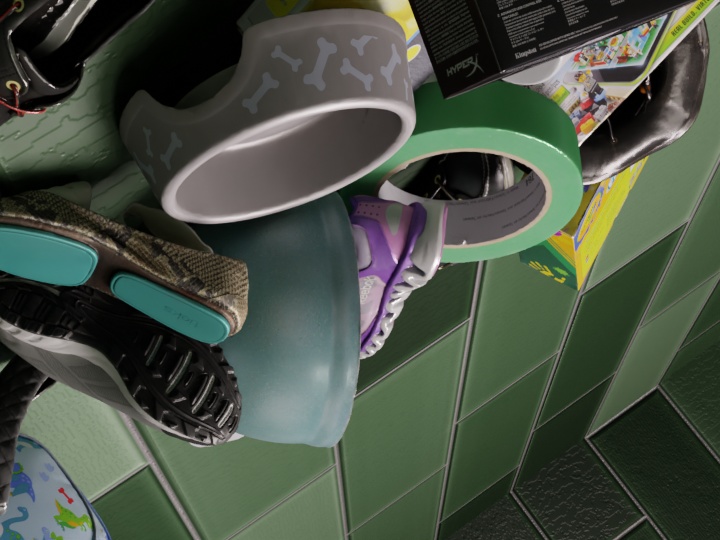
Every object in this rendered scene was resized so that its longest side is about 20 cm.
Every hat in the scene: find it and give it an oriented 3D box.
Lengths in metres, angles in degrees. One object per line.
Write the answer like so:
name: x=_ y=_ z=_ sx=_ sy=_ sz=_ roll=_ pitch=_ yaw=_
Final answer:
hat: x=0.195 y=-0.177 z=1.075 sx=0.198 sy=0.081 sz=0.203 roll=-3 pitch=116 yaw=-6

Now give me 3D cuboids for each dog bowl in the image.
dog bowl: x=-0.054 y=-0.092 z=0.810 sx=0.198 sy=0.059 sz=0.200 roll=-19 pitch=166 yaw=-5

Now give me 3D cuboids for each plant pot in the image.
plant pot: x=-0.090 y=0.035 z=0.952 sx=0.133 sy=0.202 sz=0.201 roll=1 pitch=146 yaw=-16

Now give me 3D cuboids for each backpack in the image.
backpack: x=-0.291 y=0.220 z=0.980 sx=0.147 sy=0.184 sz=0.199 roll=-46 pitch=163 yaw=24

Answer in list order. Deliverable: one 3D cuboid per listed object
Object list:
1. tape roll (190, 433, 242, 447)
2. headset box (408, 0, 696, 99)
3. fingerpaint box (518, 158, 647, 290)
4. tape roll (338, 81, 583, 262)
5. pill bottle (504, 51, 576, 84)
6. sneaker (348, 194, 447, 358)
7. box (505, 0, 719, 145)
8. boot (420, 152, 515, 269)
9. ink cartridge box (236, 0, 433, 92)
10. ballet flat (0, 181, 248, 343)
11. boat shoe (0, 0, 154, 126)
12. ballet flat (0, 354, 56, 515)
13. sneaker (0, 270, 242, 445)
tape roll: x=-0.095 y=0.077 z=1.166 sx=0.199 sy=0.066 sz=0.201 roll=-33 pitch=158 yaw=-15
headset box: x=0.085 y=-0.217 z=0.684 sx=0.147 sy=0.202 sz=0.075 roll=-23 pitch=-175 yaw=-22
fingerpaint box: x=0.221 y=-0.104 z=1.199 sx=0.201 sy=0.073 sz=0.167 roll=-61 pitch=162 yaw=-9
tape roll: x=0.080 y=-0.076 z=1.017 sx=0.198 sy=0.049 sz=0.201 roll=-1 pitch=151 yaw=0
pill bottle: x=0.145 y=-0.218 z=0.813 sx=0.200 sy=0.109 sz=0.110 roll=-48 pitch=165 yaw=-26
sneaker: x=0.000 y=0.000 z=1.031 sx=0.087 sy=0.081 sz=0.201 roll=15 pitch=145 yaw=-11
box: x=0.203 y=-0.208 z=0.998 sx=0.200 sy=0.110 sz=0.035 roll=-47 pitch=-159 yaw=14
boot: x=0.057 y=-0.045 z=1.153 sx=0.153 sy=0.074 sz=0.204 roll=-27 pitch=155 yaw=-20
ink cartridge box: x=0.041 y=-0.205 z=0.835 sx=0.200 sy=0.047 sz=0.197 roll=-43 pitch=158 yaw=20
ballet flat: x=-0.164 y=-0.016 z=0.818 sx=0.198 sy=0.076 sz=0.068 roll=21 pitch=144 yaw=-18
boat shoe: x=-0.180 y=-0.113 z=0.642 sx=0.201 sy=0.063 sz=0.074 roll=-42 pitch=161 yaw=13
ballet flat: x=-0.245 y=0.106 z=0.889 sx=0.067 sy=0.057 sz=0.201 roll=-52 pitch=-170 yaw=29
sneaker: x=-0.170 y=0.057 z=0.863 sx=0.074 sy=0.199 sz=0.079 roll=-60 pitch=-177 yaw=-31
